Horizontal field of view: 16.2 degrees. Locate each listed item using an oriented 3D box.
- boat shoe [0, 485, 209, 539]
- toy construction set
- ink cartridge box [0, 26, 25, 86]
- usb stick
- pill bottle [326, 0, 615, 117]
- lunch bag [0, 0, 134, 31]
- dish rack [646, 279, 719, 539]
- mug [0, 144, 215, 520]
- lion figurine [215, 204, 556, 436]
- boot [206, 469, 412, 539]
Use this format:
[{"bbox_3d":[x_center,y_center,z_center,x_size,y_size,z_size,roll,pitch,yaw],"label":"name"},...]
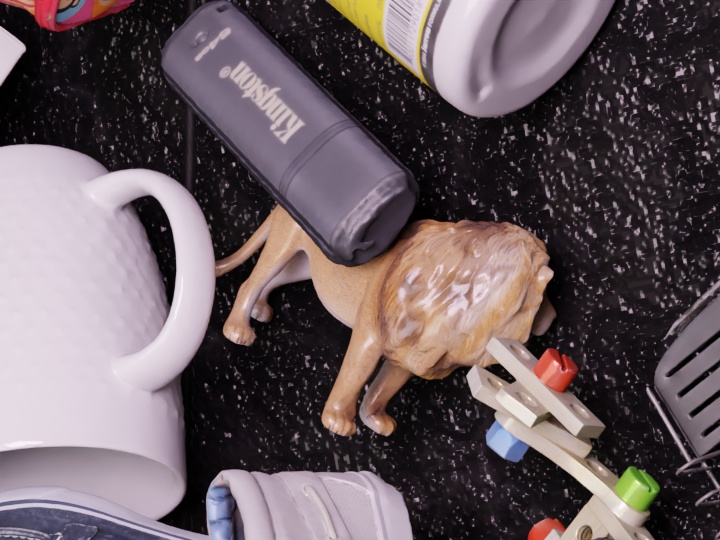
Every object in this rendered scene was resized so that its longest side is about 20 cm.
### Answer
[{"bbox_3d":[-0.124,0.155,1.176,0.199,0.091,0.071,7,111,20],"label":"boat shoe"},{"bbox_3d":[0.071,0.133,1.144,0.131,0.092,0.201,53,129,47],"label":"toy construction set"},{"bbox_3d":[-0.244,-0.080,1.325,0.201,0.068,0.116,-59,14,-16],"label":"ink cartridge box"},{"bbox_3d":[-0.037,-0.069,1.212,0.056,0.033,0.200,-49,44,6],"label":"usb stick"},{"bbox_3d":[0.016,-0.168,1.148,0.200,0.111,0.112,42,118,27],"label":"pill bottle"},{"bbox_3d":[-0.118,-0.215,1.192,0.081,0.200,0.177,22,110,8],"label":"lunch bag"},{"bbox_3d":[0.204,0.084,1.061,0.153,0.054,0.201,-42,69,32],"label":"dish rack"},{"bbox_3d":[-0.148,0.024,1.268,0.199,0.147,0.177,-26,59,36],"label":"mug"},{"bbox_3d":[0.000,0.000,1.203,0.200,0.072,0.123,36,106,35],"label":"lion figurine"},{"bbox_3d":[-0.019,0.180,1.099,0.074,0.095,0.201,-49,44,45],"label":"boot"}]
